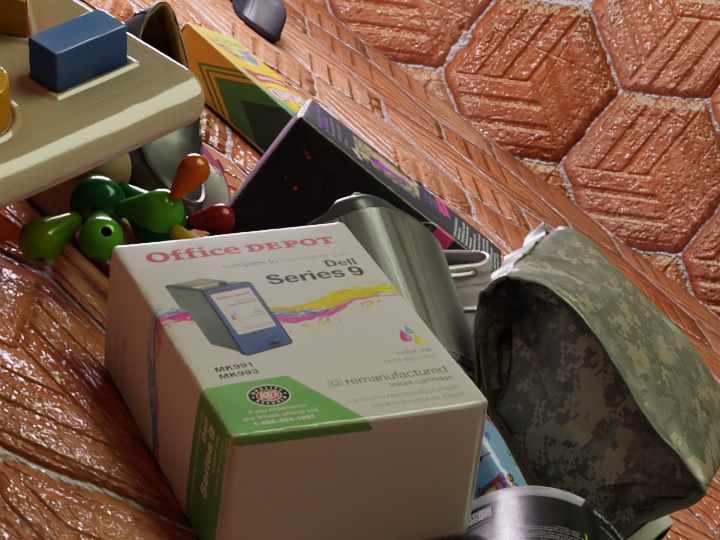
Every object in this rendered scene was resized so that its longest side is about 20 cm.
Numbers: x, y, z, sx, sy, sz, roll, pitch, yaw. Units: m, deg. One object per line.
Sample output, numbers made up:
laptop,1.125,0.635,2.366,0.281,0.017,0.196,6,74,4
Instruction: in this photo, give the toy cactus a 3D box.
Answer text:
toy cactus,-0.161,-0.058,1.361,0.199,0.103,0.165,18,20,-15

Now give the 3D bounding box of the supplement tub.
supplement tub,0.088,0.193,1.142,0.122,0.123,0.200,38,11,-4

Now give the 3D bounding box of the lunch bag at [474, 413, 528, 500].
lunch bag,0.068,0.134,1.360,0.151,0.094,0.200,59,12,22

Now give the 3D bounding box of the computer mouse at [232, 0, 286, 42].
computer mouse,-0.152,-0.363,2.850,0.140,0.046,0.200,37,11,-16

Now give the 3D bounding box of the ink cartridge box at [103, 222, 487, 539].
ink cartridge box,-0.041,0.061,1.199,0.144,0.088,0.200,-5,30,-22

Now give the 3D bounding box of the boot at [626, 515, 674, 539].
boot,0.140,0.165,1.587,0.144,0.073,0.200,40,14,15

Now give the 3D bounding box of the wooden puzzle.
wooden puzzle,-0.218,-0.125,1.302,0.185,0.046,0.200,-28,51,-36

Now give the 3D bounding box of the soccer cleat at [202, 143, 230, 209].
soccer cleat,-0.185,-0.095,1.608,0.200,0.070,0.086,41,30,10

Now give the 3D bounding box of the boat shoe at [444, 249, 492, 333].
boat shoe,0.000,0.000,1.624,0.199,0.066,0.074,5,17,-21

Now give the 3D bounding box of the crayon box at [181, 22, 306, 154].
crayon box,-0.114,-0.176,2.190,0.200,0.051,0.127,41,11,14

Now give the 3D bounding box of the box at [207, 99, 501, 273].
box,-0.002,-0.020,1.723,0.200,0.122,0.106,38,11,-4

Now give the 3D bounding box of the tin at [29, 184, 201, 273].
tin,-0.148,-0.022,1.472,0.200,0.042,0.112,42,7,14

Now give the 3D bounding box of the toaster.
toaster,0.010,0.039,1.480,0.130,0.113,0.200,69,13,18

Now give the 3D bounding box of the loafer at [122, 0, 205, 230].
loafer,-0.140,-0.109,1.518,0.073,0.072,0.200,23,30,-39

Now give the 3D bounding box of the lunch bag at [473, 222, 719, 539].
lunch bag,0.151,0.071,1.500,0.201,0.117,0.164,56,22,0
